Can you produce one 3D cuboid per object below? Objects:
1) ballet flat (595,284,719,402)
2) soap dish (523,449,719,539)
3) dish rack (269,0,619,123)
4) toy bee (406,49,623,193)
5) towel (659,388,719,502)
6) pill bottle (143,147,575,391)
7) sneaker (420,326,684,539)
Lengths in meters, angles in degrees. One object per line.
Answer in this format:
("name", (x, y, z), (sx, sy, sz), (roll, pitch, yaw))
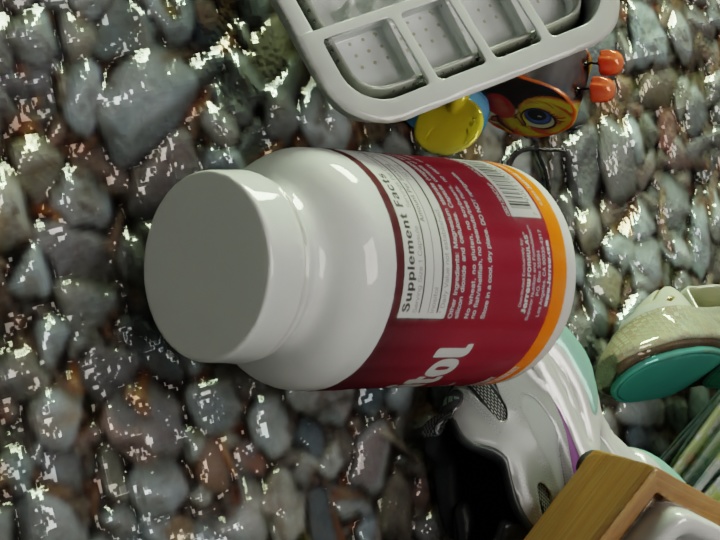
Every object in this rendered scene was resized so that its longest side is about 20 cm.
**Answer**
("ballet flat", (0.190, 0.039, 1.265), (0.200, 0.067, 0.062), (2, 53, -50))
("soap dish", (0.124, 0.193, 1.085), (0.157, 0.081, 0.200), (30, 101, -40))
("dish rack", (0.014, -0.169, 1.048), (0.172, 0.044, 0.200), (-23, 79, -26))
("toy bee", (0.077, -0.112, 1.121), (0.200, 0.109, 0.131), (16, 71, -45))
("towel", (0.273, 0.120, 1.283), (0.200, 0.048, 0.171), (36, 96, -35))
("pill bottle", (0.000, 0.000, 1.017), (0.200, 0.113, 0.113), (2, 83, -46))
("sneaker", (0.096, 0.134, 1.134), (0.200, 0.078, 0.140), (51, 52, -17))
